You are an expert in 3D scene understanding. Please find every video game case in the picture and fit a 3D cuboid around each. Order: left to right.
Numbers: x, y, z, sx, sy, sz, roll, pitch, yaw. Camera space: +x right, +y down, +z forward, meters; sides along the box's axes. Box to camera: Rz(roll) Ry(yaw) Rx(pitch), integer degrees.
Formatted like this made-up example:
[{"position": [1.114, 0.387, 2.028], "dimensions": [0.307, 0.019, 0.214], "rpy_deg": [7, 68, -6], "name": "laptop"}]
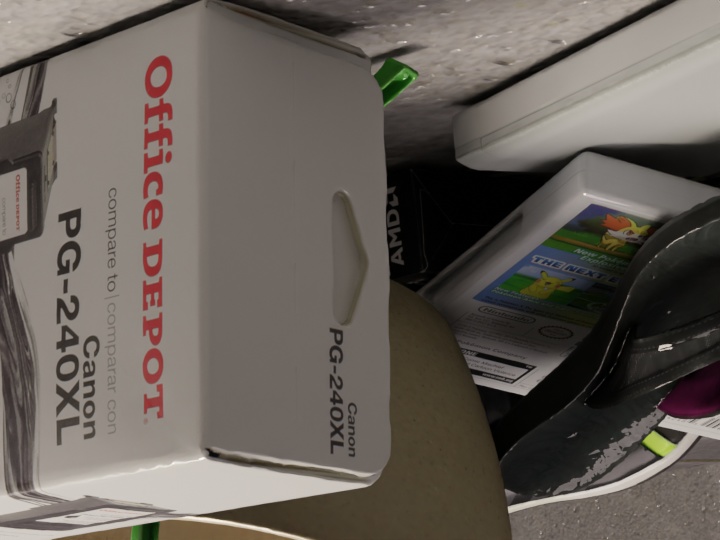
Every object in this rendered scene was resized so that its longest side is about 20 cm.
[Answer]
[{"position": [0.133, 0.019, 0.863], "dimensions": [0.198, 0.022, 0.182], "rpy_deg": [14, 152, -22], "name": "video game case"}]

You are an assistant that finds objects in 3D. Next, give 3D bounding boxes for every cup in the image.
[{"position": [-0.022, 0.083, 0.835], "dimensions": [0.198, 0.144, 0.201], "rpy_deg": [11, 149, 7], "name": "cup"}]

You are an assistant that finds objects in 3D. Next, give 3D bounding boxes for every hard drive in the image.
[{"position": [0.140, -0.070, 0.726], "dimensions": [0.131, 0.027, 0.200], "rpy_deg": [0, 169, -30], "name": "hard drive"}]

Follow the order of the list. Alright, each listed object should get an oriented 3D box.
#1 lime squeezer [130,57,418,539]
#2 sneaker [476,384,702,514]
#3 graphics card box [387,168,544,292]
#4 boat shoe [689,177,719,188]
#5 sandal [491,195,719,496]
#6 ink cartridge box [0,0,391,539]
[{"position": [-0.047, 0.008, 0.729], "dimensions": [0.070, 0.201, 0.038], "rpy_deg": [29, -178, 31], "name": "lime squeezer"}, {"position": [0.082, 0.077, 0.983], "dimensions": [0.199, 0.072, 0.083], "rpy_deg": [-25, 152, 10], "name": "sneaker"}, {"position": [0.000, 0.000, 0.966], "dimensions": [0.125, 0.051, 0.199], "rpy_deg": [5, 165, -45], "name": "graphics card box"}, {"position": [0.169, -0.012, 0.949], "dimensions": [0.059, 0.073, 0.200], "rpy_deg": [-6, 176, -15], "name": "boat shoe"}, {"position": [0.122, 0.040, 0.800], "dimensions": [0.075, 0.048, 0.201], "rpy_deg": [7, 139, -27], "name": "sandal"}, {"position": [-0.091, 0.009, 0.680], "dimensions": [0.199, 0.147, 0.083], "rpy_deg": [-15, 160, 39], "name": "ink cartridge box"}]
